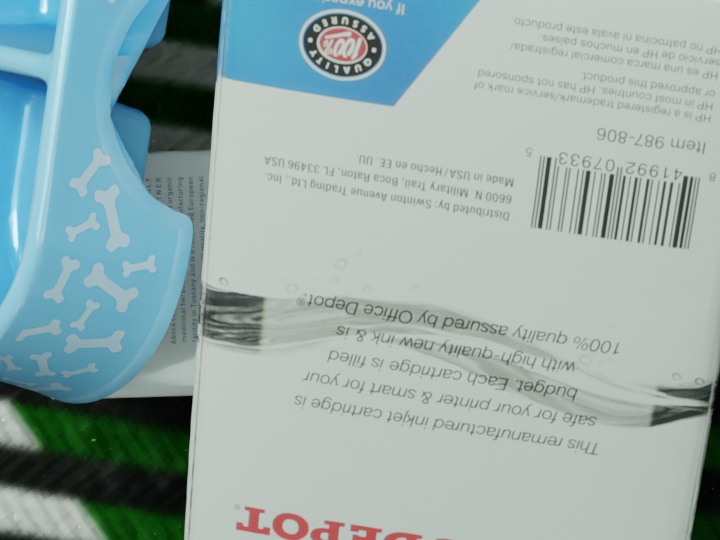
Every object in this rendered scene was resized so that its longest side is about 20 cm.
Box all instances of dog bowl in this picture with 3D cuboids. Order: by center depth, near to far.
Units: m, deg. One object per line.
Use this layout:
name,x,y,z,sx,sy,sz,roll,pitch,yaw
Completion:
dog bowl,-0.095,-0.062,0.757,0.111,0.049,0.202,15,98,48

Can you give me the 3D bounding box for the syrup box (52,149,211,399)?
syrup box,0.000,0.000,0.850,0.198,0.081,0.079,-2,89,7

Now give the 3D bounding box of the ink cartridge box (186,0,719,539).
ink cartridge box,0.032,-0.006,0.731,0.143,0.084,0.202,9,115,5
